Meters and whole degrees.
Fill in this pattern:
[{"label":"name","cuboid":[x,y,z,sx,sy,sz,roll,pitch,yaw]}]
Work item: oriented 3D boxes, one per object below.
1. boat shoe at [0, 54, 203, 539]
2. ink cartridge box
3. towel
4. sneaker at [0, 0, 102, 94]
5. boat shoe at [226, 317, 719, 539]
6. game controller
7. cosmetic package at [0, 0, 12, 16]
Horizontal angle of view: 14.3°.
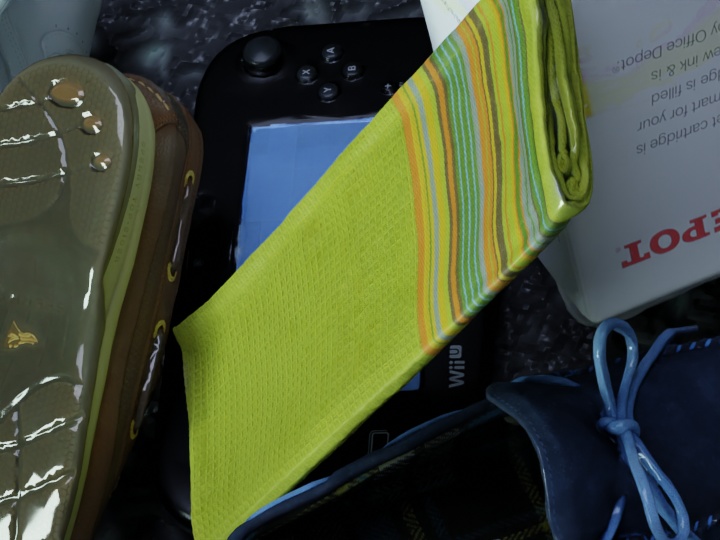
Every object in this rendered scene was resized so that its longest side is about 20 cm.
[{"label":"boat shoe","cuboid":[-0.091,0.037,0.879,0.072,0.067,0.201,17,93,34]},{"label":"ink cartridge box","cuboid":[0.087,-0.094,0.843,0.128,0.201,0.125,-20,32,-8]},{"label":"towel","cuboid":[0.000,0.000,0.788,0.200,0.018,0.086,-46,36,43]},{"label":"sneaker","cuboid":[-0.111,-0.027,0.967,0.099,0.078,0.201,9,67,21]},{"label":"boat shoe","cuboid":[0.055,0.068,0.803,0.199,0.069,0.084,-27,59,-9]},{"label":"game controller","cuboid":[-0.008,-0.001,0.914,0.104,0.042,0.201,-9,52,17]},{"label":"cosmetic package","cuboid":[-0.188,-0.087,0.979,0.151,0.052,0.200,-56,28,11]}]
